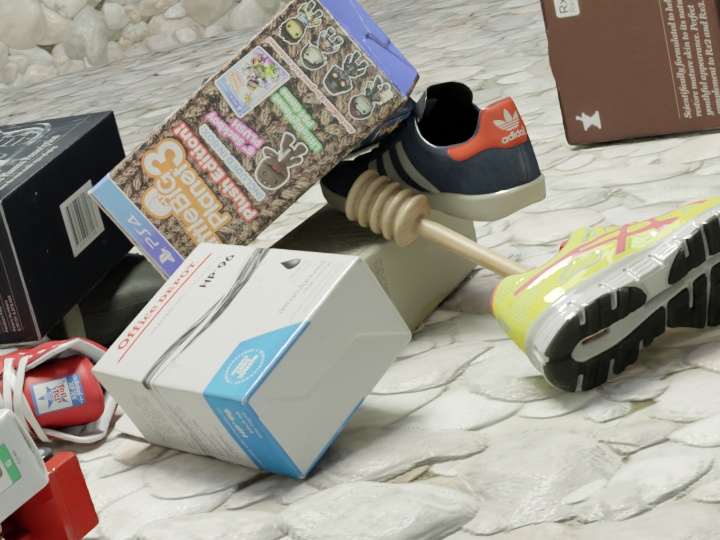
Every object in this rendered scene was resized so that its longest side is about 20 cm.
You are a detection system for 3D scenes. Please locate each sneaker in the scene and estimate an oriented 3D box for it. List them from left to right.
[{"bbox_3d":[-0.236,0.092,1.075,0.112,0.072,0.200,-5,15,39],"label":"sneaker"},{"bbox_3d":[-0.200,0.012,1.353,0.105,0.075,0.200,-13,23,-17],"label":"sneaker"},{"bbox_3d":[0.042,-0.085,1.162,0.075,0.085,0.199,-27,20,-39],"label":"sneaker"},{"bbox_3d":[0.162,-0.004,1.020,0.199,0.079,0.090,-22,34,-29],"label":"sneaker"}]

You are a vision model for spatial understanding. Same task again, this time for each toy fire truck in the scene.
[{"bbox_3d":[-0.215,0.146,0.901,0.199,0.049,0.141,-5,19,31],"label":"toy fire truck"}]

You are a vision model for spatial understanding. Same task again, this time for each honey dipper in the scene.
[{"bbox_3d":[0.079,-0.008,1.088,0.199,0.038,0.038,28,35,25],"label":"honey dipper"}]

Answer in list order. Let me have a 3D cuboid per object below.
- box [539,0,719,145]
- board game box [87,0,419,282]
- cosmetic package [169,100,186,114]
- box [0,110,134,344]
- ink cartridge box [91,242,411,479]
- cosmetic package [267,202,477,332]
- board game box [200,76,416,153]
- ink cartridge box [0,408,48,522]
[{"bbox_3d":[0.282,-0.227,1.588,0.163,0.167,0.200,-4,18,28],"label":"box"},{"bbox_3d":[-0.067,-0.095,1.169,0.200,0.097,0.160,-41,6,13],"label":"board game box"},{"bbox_3d":[-0.103,-0.178,1.914,0.112,0.082,0.200,-5,18,35],"label":"cosmetic package"},{"bbox_3d":[-0.282,-0.028,1.234,0.181,0.105,0.200,-7,20,18],"label":"box"},{"bbox_3d":[-0.080,0.048,1.029,0.199,0.068,0.116,4,48,50],"label":"ink cartridge box"},{"bbox_3d":[0.000,0.000,1.194,0.103,0.074,0.200,-5,17,28],"label":"cosmetic package"},{"bbox_3d":[-0.053,-0.173,1.792,0.199,0.035,0.136,-26,61,-38],"label":"board game box"},{"bbox_3d":[-0.265,0.140,0.799,0.160,0.050,0.200,-11,23,45],"label":"ink cartridge box"}]
